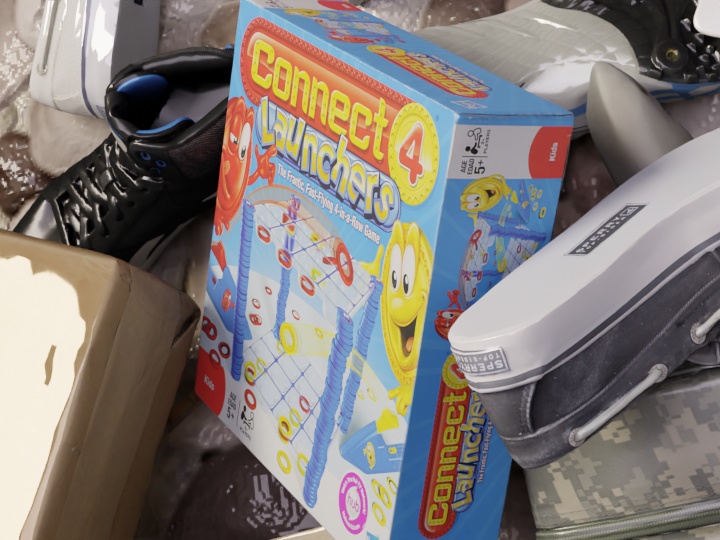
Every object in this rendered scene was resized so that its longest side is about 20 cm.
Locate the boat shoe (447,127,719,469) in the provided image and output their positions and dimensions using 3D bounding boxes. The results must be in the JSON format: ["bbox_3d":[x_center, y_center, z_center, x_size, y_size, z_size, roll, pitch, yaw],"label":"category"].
[{"bbox_3d":[0.124,0.003,0.668,0.199,0.071,0.068,-35,108,-25],"label":"boat shoe"}]

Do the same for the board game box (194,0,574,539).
[{"bbox_3d":[0.000,0.000,0.760,0.200,0.055,0.198,36,123,55],"label":"board game box"}]

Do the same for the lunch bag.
[{"bbox_3d":[0.176,0.113,0.725,0.198,0.139,0.170,-13,86,16],"label":"lunch bag"}]

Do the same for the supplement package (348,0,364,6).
[{"bbox_3d":[0.030,-0.245,0.850,0.199,0.117,0.118,-35,71,10],"label":"supplement package"}]

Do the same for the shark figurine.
[{"bbox_3d":[0.186,-0.009,0.739,0.212,0.089,0.130,11,113,27],"label":"shark figurine"}]

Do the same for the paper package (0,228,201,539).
[{"bbox_3d":[-0.198,0.073,0.815,0.198,0.103,0.193,11,76,20],"label":"paper package"}]

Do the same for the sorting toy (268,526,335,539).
[{"bbox_3d":[-0.060,0.239,0.822,0.198,0.070,0.201,-16,75,17],"label":"sorting toy"}]

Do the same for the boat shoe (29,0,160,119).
[{"bbox_3d":[-0.140,-0.182,0.931,0.069,0.071,0.203,6,89,18],"label":"boat shoe"}]

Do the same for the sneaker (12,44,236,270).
[{"bbox_3d":[-0.120,-0.053,0.874,0.199,0.112,0.074,-30,70,13],"label":"sneaker"}]

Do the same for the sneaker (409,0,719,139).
[{"bbox_3d":[0.098,-0.093,0.831,0.197,0.073,0.073,-11,64,4],"label":"sneaker"}]

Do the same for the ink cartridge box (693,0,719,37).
[{"bbox_3d":[0.256,-0.130,0.766,0.198,0.067,0.119,14,85,18],"label":"ink cartridge box"}]

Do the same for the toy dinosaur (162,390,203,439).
[{"bbox_3d":[-0.168,0.106,0.892,0.198,0.060,0.108,-4,78,20],"label":"toy dinosaur"}]
